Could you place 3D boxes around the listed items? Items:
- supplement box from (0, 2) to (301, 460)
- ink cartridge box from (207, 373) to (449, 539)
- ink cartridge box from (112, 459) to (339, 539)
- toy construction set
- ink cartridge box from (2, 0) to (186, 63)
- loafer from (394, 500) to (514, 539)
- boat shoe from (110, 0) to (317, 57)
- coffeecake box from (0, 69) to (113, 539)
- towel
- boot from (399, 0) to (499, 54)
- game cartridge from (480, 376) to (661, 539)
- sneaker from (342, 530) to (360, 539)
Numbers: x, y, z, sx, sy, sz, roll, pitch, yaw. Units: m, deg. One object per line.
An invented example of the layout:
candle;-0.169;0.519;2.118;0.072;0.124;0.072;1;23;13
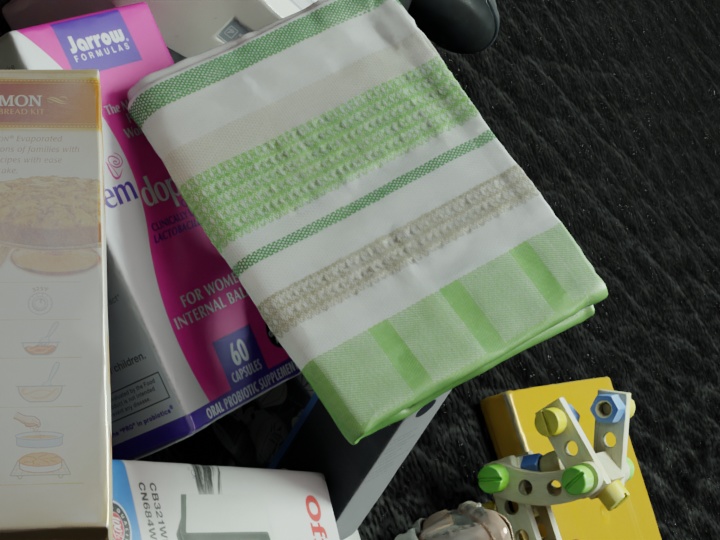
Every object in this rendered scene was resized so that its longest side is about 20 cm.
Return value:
supplement box;-0.125;-0.014;0.832;0.101;0.103;0.201;-27;92;-53
ink cartridge box;-0.009;0.050;0.861;0.039;0.200;0.100;-23;63;-41
ink cartridge box;-0.087;0.167;0.789;0.200;0.084;0.147;11;60;-54
toy construction set;0.134;0.184;1.083;0.092;0.131;0.201;22;51;-52
ink cartridge box;-0.091;-0.122;0.983;0.145;0.084;0.200;62;30;-6
loafer;0.066;0.166;0.988;0.072;0.063;0.200;62;5;10
boat shoe;-0.072;-0.150;0.892;0.200;0.072;0.069;33;23;-33
coffeecake box;-0.176;0.022;0.678;0.073;0.152;0.201;104;-17;-61
towel;0.001;-0.031;0.793;0.149;0.031;0.201;-27;70;-20
boot;0.024;-0.177;1.223;0.165;0.066;0.200;46;32;-18
game cartridge;0.164;0.180;1.240;0.176;0.032;0.201;0;72;-58
sneaker;0.009;0.203;0.915;0.075;0.088;0.201;17;56;-51
